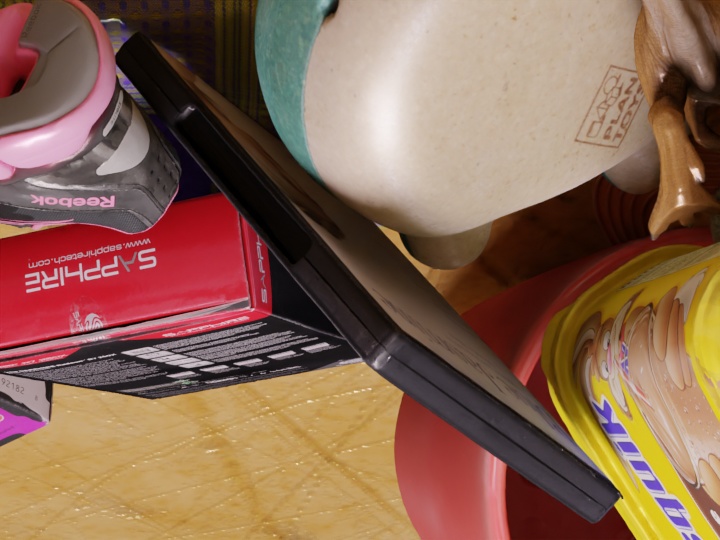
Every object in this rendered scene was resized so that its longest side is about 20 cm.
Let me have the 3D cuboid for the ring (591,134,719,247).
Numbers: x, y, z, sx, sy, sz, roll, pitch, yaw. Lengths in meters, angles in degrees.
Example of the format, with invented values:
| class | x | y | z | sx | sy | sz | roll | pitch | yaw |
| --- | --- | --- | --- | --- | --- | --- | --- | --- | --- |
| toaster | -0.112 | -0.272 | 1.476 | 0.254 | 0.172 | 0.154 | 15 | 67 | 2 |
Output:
| class | x | y | z | sx | sy | sz | roll | pitch | yaw |
| --- | --- | --- | --- | --- | --- | --- | --- | --- | --- |
| ring | 0.188 | 0.002 | 0.868 | 0.199 | 0.019 | 0.201 | 26 | 162 | 9 |

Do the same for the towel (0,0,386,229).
| class | x | y | z | sx | sy | sz | roll | pitch | yaw |
| --- | --- | --- | --- | --- | --- | --- | --- | --- | --- |
| towel | -0.069 | -0.060 | 0.834 | 0.198 | 0.023 | 0.144 | 3 | 149 | -7 |

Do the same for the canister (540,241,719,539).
| class | x | y | z | sx | sy | sz | roll | pitch | yaw |
| --- | --- | --- | --- | --- | --- | --- | --- | --- | --- |
| canister | 0.139 | 0.056 | 0.688 | 0.086 | 0.149 | 0.200 | -32 | 179 | -8 |

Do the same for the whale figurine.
| class | x | y | z | sx | sy | sz | roll | pitch | yaw |
| --- | --- | --- | --- | --- | --- | --- | --- | --- | --- |
| whale figurine | 0.047 | -0.080 | 0.732 | 0.199 | 0.104 | 0.160 | 4 | 115 | -49 |

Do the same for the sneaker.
| class | x | y | z | sx | sy | sz | roll | pitch | yaw |
| --- | --- | --- | --- | --- | --- | --- | --- | --- | --- |
| sneaker | -0.147 | -0.044 | 0.765 | 0.199 | 0.079 | 0.095 | 5 | 155 | 37 |

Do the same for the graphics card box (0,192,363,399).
| class | x | y | z | sx | sy | sz | roll | pitch | yaw |
| --- | --- | --- | --- | --- | --- | --- | --- | --- | --- |
| graphics card box | -0.070 | 0.015 | 0.864 | 0.125 | 0.051 | 0.200 | -12 | 169 | 16 |

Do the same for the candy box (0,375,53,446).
| class | x | y | z | sx | sy | sz | roll | pitch | yaw |
| --- | --- | --- | --- | --- | --- | --- | --- | --- | --- |
| candy box | -0.253 | 0.030 | 0.936 | 0.136 | 0.061 | 0.200 | -25 | 142 | 33 |

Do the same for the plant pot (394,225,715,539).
| class | x | y | z | sx | sy | sz | roll | pitch | yaw |
| --- | --- | --- | --- | --- | --- | --- | --- | --- | --- |
| plant pot | 0.109 | 0.082 | 0.892 | 0.199 | 0.202 | 0.177 | 12 | 176 | -20 |

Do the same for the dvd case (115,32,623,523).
| class | x | y | z | sx | sy | sz | roll | pitch | yaw |
| --- | --- | --- | --- | --- | --- | --- | --- | --- | --- |
| dvd case | 0.000 | 0.000 | 0.747 | 0.018 | 0.200 | 0.143 | -47 | 136 | 6 |

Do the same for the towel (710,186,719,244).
| class | x | y | z | sx | sy | sz | roll | pitch | yaw |
| --- | --- | --- | --- | --- | --- | --- | --- | --- | --- |
| towel | 0.219 | 0.043 | 0.762 | 0.200 | 0.148 | 0.037 | 41 | 90 | -17 |

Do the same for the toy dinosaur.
| class | x | y | z | sx | sy | sz | roll | pitch | yaw |
| --- | --- | --- | --- | --- | --- | --- | --- | --- | --- |
| toy dinosaur | 0.103 | -0.071 | 0.663 | 0.060 | 0.107 | 0.200 | -19 | 160 | 17 |
